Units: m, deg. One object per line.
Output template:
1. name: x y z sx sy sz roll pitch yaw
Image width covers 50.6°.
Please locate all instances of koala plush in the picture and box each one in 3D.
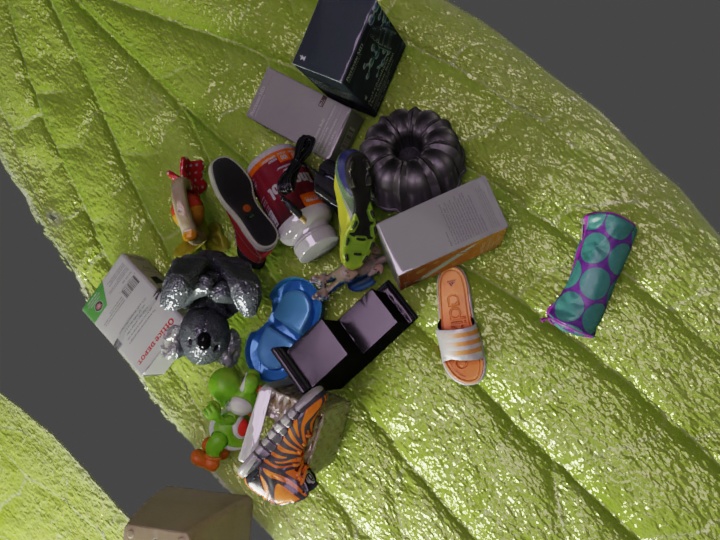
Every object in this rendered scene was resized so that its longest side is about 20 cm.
1. koala plush: -0.277 0.081 1.390 0.173 0.184 0.204 5 108 -14

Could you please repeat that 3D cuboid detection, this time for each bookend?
1. bookend: -0.022 0.109 1.304 0.198 0.200 0.093 -43 74 10

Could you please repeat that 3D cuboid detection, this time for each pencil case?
1. pencil case: 0.373 0.006 1.240 0.091 0.085 0.204 21 91 3

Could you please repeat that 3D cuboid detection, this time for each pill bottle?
1. pill bottle: -0.122 -0.122 1.408 0.112 0.113 0.202 -34 75 12

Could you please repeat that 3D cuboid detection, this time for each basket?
1. basket: -0.106 0.274 1.319 0.121 0.200 0.138 18 90 15

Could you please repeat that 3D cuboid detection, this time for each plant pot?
1. plant pot: -0.327 0.517 1.378 0.195 0.177 0.205 1 85 19

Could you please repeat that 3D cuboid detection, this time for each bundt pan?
1. bundt pan: 0.085 -0.203 1.328 0.197 0.076 0.206 -5 61 9

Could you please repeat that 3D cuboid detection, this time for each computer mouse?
1. computer mouse: -0.055 -0.131 1.339 0.046 0.200 0.142 -5 48 49

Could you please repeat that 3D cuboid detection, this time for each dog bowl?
1. dog bowl: -0.136 0.111 1.422 0.110 0.049 0.203 29 93 19

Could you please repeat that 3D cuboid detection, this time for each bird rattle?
1. bird rattle: -0.320 -0.120 1.460 0.110 0.163 0.205 -7 91 -1

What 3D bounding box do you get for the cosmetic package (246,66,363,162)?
1. cosmetic package: -0.105 -0.289 1.435 0.197 0.090 0.109 28 97 17

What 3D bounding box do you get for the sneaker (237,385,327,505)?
1. sneaker: -0.094 0.281 1.191 0.112 0.078 0.201 41 104 4

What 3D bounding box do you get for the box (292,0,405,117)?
1. box: -0.015 -0.385 1.353 0.106 0.200 0.151 25 93 19

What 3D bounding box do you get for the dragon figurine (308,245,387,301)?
1. dragon figurine: 0.000 0.000 1.378 0.196 0.100 0.060 -17 77 -21

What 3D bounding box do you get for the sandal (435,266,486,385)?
1. sandal: 0.162 0.094 1.316 0.078 0.059 0.212 -13 80 17

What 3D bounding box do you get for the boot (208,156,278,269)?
1. boot: -0.231 -0.103 1.430 0.072 0.144 0.202 -27 81 -25

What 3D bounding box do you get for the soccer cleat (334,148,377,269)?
1. soccer cleat: -0.013 -0.105 1.302 0.063 0.083 0.205 -6 106 -24

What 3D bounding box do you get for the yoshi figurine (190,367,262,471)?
1. yoshi figurine: -0.257 0.259 1.407 0.112 0.111 0.203 42 110 44

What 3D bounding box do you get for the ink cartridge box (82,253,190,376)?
1. ink cartridge box: -0.430 0.089 1.506 0.200 0.084 0.147 43 98 18

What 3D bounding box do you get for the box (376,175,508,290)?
1. box: 0.135 -0.060 1.284 0.197 0.125 0.099 -24 77 0
